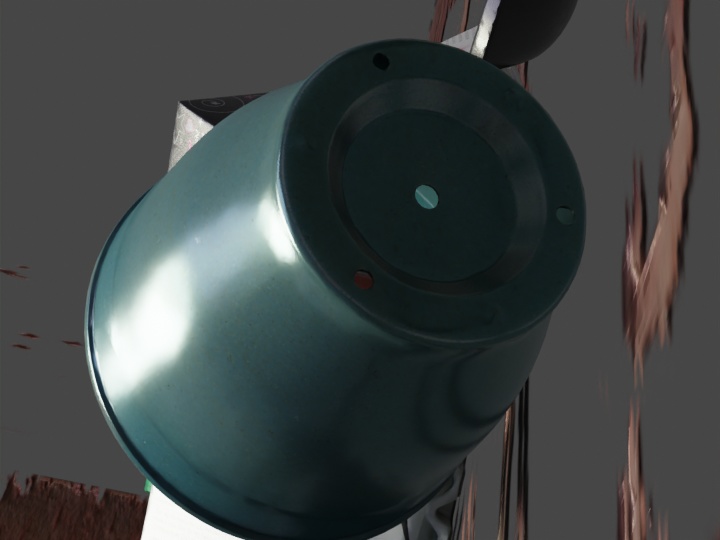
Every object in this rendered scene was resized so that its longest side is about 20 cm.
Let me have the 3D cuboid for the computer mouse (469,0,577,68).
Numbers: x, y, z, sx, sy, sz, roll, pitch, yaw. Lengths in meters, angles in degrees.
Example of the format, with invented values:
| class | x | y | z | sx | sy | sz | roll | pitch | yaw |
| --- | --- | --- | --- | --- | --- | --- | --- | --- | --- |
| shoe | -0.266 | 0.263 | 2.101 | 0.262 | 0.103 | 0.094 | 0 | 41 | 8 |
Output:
| class | x | y | z | sx | sy | sz | roll | pitch | yaw |
| --- | --- | --- | --- | --- | --- | --- | --- | --- | --- |
| computer mouse | 0.103 | -0.187 | 0.955 | 0.200 | 0.046 | 0.141 | -71 | -1 | -60 |

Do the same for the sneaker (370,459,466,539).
| class | x | y | z | sx | sy | sz | roll | pitch | yaw |
| --- | --- | --- | --- | --- | --- | --- | --- | --- | --- |
| sneaker | 0.023 | 0.078 | 1.041 | 0.074 | 0.088 | 0.200 | -78 | 1 | -80 |

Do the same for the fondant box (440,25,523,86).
| class | x | y | z | sx | sy | sz | roll | pitch | yaw |
| --- | --- | --- | --- | --- | --- | --- | --- | --- | --- |
| fondant box | -0.002 | -0.066 | 1.041 | 0.058 | 0.200 | 0.144 | 63 | -171 | -14 |

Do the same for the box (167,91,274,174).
| class | x | y | z | sx | sy | sz | roll | pitch | yaw |
| --- | --- | --- | --- | --- | --- | --- | --- | --- | --- |
| box | -0.025 | -0.048 | 1.257 | 0.200 | 0.115 | 0.132 | -12 | -57 | -41 |

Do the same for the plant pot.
| class | x | y | z | sx | sy | sz | roll | pitch | yaw |
| --- | --- | --- | --- | --- | --- | --- | --- | --- | --- |
| plant pot | 0.000 | 0.000 | 0.802 | 0.188 | 0.200 | 0.200 | 134 | 151 | -58 |

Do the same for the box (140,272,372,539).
| class | x | y | z | sx | sy | sz | roll | pitch | yaw |
| --- | --- | --- | --- | --- | --- | --- | --- | --- | --- |
| box | -0.030 | 0.096 | 1.133 | 0.106 | 0.152 | 0.200 | 11 | 90 | 45 |

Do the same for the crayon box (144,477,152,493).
| class | x | y | z | sx | sy | sz | roll | pitch | yaw |
| --- | --- | --- | --- | --- | --- | --- | --- | --- | --- |
| crayon box | -0.044 | 0.104 | 1.271 | 0.058 | 0.200 | 0.119 | 10 | 91 | 52 |
